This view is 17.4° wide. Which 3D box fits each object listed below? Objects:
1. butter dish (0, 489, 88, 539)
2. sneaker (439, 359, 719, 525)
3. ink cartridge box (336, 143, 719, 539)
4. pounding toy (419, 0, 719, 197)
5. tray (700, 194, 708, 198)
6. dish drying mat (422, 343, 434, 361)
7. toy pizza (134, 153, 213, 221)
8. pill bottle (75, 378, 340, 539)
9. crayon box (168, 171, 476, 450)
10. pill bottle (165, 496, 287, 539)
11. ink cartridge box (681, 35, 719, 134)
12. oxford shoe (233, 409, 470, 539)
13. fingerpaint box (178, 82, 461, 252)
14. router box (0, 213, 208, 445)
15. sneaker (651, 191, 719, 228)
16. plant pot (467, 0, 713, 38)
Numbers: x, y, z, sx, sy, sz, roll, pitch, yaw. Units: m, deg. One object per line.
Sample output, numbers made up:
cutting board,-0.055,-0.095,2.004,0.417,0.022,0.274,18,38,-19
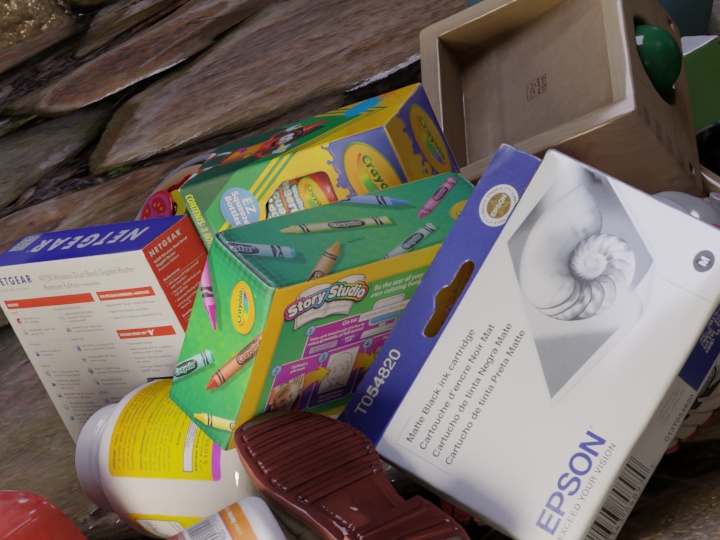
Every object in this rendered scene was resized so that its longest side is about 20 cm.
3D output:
butter dish,-0.259,0.195,1.437,0.198,0.149,0.200,-9,24,41
sneaker,0.127,0.073,1.349,0.199,0.083,0.078,-24,17,3
ink cartridge box,0.094,0.038,1.290,0.199,0.041,0.201,27,84,38
pounding toy,0.162,-0.094,1.585,0.199,0.142,0.185,-23,47,24
tray,0.145,-0.015,1.655,0.199,0.037,0.099,-27,18,-5
dish drying mat,0.103,0.039,1.429,0.076,0.018,0.200,-30,-12,19
toy pizza,-0.131,0.008,1.766,0.032,0.202,0.199,16,-17,-42
pill bottle,-0.097,0.120,1.494,0.199,0.105,0.104,-4,28,49
crayon box,-0.010,0.021,1.390,0.199,0.120,0.058,-16,45,-42
pill bottle,-0.115,0.213,1.242,0.199,0.113,0.112,-28,17,-6
ink cartridge box,0.177,-0.104,1.736,0.199,0.060,0.104,-26,7,-2
oxford shoe,-0.009,0.143,1.274,0.070,0.075,0.200,-20,34,-22
fingerpaint box,0.000,0.000,1.541,0.166,0.201,0.073,-14,20,30
router box,-0.153,0.057,1.630,0.199,0.181,0.049,-4,28,49
sneaker,0.206,-0.013,1.424,0.088,0.082,0.200,-19,-4,-3
plant pot,0.180,-0.174,1.859,0.199,0.200,0.136,-15,54,30
